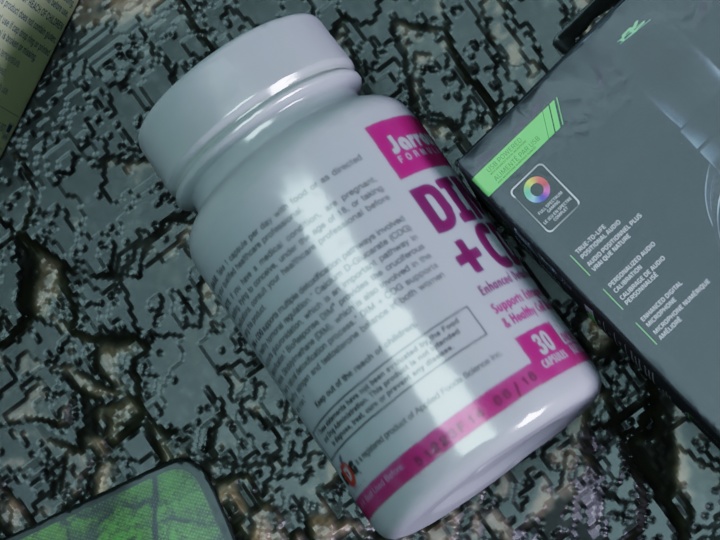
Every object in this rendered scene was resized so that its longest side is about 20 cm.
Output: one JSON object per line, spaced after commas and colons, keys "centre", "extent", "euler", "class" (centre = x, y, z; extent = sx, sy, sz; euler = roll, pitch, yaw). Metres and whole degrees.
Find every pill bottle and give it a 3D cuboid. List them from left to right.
{"centre": [0.000, 0.000, 0.871], "extent": [0.113, 0.113, 0.200], "euler": [-36, 79, 4], "class": "pill bottle"}

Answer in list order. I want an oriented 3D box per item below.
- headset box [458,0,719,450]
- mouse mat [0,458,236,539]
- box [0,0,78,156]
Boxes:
{"centre": [0.162, -0.036, 0.859], "extent": [0.174, 0.093, 0.200], "euler": [-43, 78, 2], "class": "headset box"}
{"centre": [-0.130, 0.193, 0.924], "extent": [0.199, 0.008, 0.162], "euler": [-25, 80, 7], "class": "mouse mat"}
{"centre": [-0.212, -0.168, 0.935], "extent": [0.175, 0.097, 0.201], "euler": [26, 87, 12], "class": "box"}
